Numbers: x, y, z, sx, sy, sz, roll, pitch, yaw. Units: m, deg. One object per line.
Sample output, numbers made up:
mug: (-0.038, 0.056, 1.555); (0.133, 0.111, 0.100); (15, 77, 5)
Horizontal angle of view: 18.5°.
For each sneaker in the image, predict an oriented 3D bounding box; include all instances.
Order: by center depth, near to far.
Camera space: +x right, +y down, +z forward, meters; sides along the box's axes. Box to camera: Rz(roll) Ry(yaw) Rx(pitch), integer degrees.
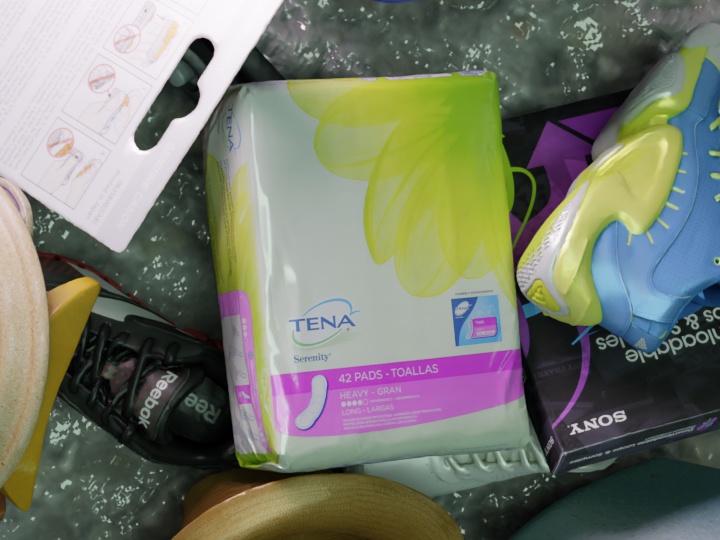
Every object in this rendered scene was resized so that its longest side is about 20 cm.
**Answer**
sneaker: (-0.130, 0.048, 1.163); (0.200, 0.098, 0.071); (28, 92, -14)
sneaker: (0.167, -0.036, 1.172); (0.105, 0.076, 0.200); (36, 66, 0)
sneaker: (0.088, 0.082, 1.222); (0.200, 0.099, 0.078); (-18, 104, -11)

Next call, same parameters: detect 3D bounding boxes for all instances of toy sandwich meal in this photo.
toy sandwich meal: (-0.207, 0.040, 1.106); (0.070, 0.205, 0.206); (1, 100, -50)

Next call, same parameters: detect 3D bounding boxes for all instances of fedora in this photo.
fedora: (-0.041, 0.161, 1.194); (0.200, 0.082, 0.201); (-14, 133, -16)

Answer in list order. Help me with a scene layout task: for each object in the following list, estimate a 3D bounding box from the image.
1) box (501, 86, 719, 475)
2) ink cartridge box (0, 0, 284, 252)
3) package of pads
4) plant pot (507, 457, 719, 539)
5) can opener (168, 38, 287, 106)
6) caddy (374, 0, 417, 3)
box: (0.139, 0.000, 1.203); (0.143, 0.036, 0.200); (-15, 68, -12)
ink cartridge box: (-0.142, -0.116, 1.102); (0.200, 0.057, 0.163); (32, 89, 21)
package of pads: (0.000, 0.000, 1.140); (0.154, 0.068, 0.200); (-4, 87, -24)
plant pot: (0.178, 0.218, 1.207); (0.200, 0.196, 0.196); (-53, 129, -27)
can opener: (-0.066, -0.100, 1.173); (0.063, 0.079, 0.200); (-48, 117, -29)
caddy: (0.038, -0.211, 1.120); (0.105, 0.200, 0.142); (-22, 105, -33)
